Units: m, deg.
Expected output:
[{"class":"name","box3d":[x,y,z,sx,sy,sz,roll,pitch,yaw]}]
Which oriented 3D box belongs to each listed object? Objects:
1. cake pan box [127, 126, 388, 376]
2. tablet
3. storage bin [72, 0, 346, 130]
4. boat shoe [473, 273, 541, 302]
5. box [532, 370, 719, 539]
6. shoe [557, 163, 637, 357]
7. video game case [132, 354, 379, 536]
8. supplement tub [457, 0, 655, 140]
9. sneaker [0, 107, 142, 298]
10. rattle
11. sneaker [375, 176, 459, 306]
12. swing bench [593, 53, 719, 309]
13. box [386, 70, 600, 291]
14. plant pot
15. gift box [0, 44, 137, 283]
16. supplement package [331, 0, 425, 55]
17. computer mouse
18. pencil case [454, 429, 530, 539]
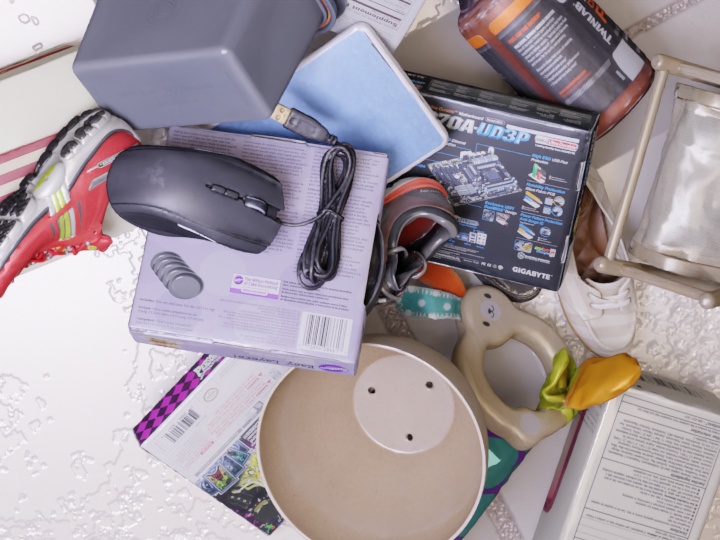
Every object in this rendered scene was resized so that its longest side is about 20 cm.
[{"class":"cake pan box","box3d":[-0.078,-0.018,1.535,0.199,0.052,0.185,7,74,2]},{"class":"tablet","box3d":[-0.039,-0.109,1.581,0.200,0.014,0.130,-32,108,20]},{"class":"storage bin","box3d":[-0.129,-0.185,1.505,0.199,0.135,0.146,-1,142,31]},{"class":"boat shoe","box3d":[0.107,-0.052,1.695,0.067,0.057,0.200,-30,101,2]},{"class":"box","box3d":[0.252,0.200,1.726,0.127,0.109,0.201,17,99,-7]},{"class":"shoe","box3d":[0.211,-0.010,1.712,0.070,0.053,0.201,-17,101,-2]},{"class":"video game case","box3d":[-0.077,0.125,1.689,0.200,0.036,0.181,-47,126,5]},{"class":"supplement tub","box3d":[0.160,-0.211,1.645,0.107,0.107,0.200,-45,101,4]},{"class":"sneaker","box3d":[-0.242,-0.034,1.490,0.085,0.077,0.200,41,85,-24]},{"class":"rattle","box3d":[0.134,0.051,1.657,0.130,0.143,0.200,-30,84,-18]},{"class":"sneaker","box3d":[0.000,0.000,1.586,0.200,0.082,0.077,-42,123,3]},{"class":"swing bench","box3d":[0.333,-0.071,1.659,0.129,0.200,0.200,22,100,36]},{"class":"box","box3d":[0.097,-0.080,1.634,0.199,0.046,0.160,13,118,9]},{"class":"plant pot","box3d":[0.023,0.139,1.624,0.199,0.134,0.201,4,106,13]},{"class":"gift box","box3d":[-0.304,-0.081,1.601,0.186,0.200,0.185,-23,99,-15]},{"class":"supplement package","box3d":[0.001,-0.311,1.562,0.155,0.111,0.201,24,58,-8]},{"class":"computer mouse","box3d":[-0.094,-0.080,1.484,0.199,0.046,0.141,20,71,-10]},{"class":"pencil case","box3d":[0.067,0.210,1.726,0.092,0.085,0.200,35,96,-36]}]
